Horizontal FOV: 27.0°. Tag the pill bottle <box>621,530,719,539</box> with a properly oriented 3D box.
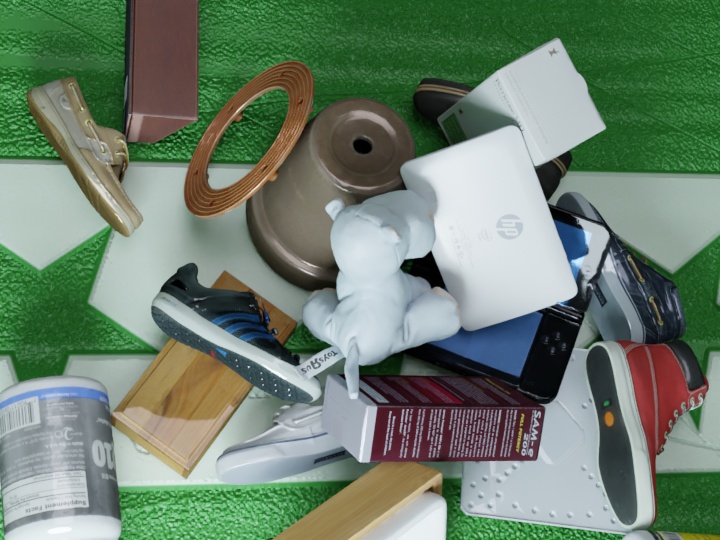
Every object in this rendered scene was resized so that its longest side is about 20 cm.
[{"bbox_3d":[0.368,0.330,1.546,0.198,0.113,0.114,6,66,-10],"label":"pill bottle"}]

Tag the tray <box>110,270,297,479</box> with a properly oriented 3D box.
[{"bbox_3d":[-0.162,0.106,1.566,0.098,0.037,0.201,34,65,4],"label":"tray"}]

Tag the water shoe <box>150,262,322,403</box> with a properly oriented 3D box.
[{"bbox_3d":[-0.116,0.059,1.532,0.199,0.072,0.079,29,66,5],"label":"water shoe"}]

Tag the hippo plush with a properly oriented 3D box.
[{"bbox_3d":[0.000,0.000,1.507,0.158,0.162,0.199,16,31,42],"label":"hippo plush"}]

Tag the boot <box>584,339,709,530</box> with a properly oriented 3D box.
[{"bbox_3d":[0.323,0.173,1.602,0.143,0.072,0.202,1,76,-28],"label":"boot"}]

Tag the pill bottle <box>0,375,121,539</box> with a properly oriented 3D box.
[{"bbox_3d":[-0.290,0.213,1.448,0.113,0.114,0.202,-4,69,-14],"label":"pill bottle"}]

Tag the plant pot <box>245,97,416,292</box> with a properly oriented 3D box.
[{"bbox_3d":[-0.016,-0.097,1.608,0.198,0.175,0.202,4,66,-9],"label":"plant pot"}]

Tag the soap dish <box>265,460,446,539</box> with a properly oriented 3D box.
[{"bbox_3d":[-0.008,0.282,1.464,0.199,0.158,0.081,-32,56,-23],"label":"soap dish"}]

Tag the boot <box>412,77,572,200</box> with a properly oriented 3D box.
[{"bbox_3d":[0.130,-0.120,1.709,0.199,0.078,0.139,27,69,1],"label":"boot"}]

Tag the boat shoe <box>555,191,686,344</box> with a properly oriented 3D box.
[{"bbox_3d":[0.292,0.000,1.700,0.090,0.071,0.202,-9,68,-31],"label":"boat shoe"}]

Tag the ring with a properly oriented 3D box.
[{"bbox_3d":[-0.117,-0.138,1.606,0.019,0.199,0.202,37,60,-31],"label":"ring"}]

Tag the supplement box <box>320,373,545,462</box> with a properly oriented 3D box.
[{"bbox_3d":[0.072,0.147,1.503,0.198,0.109,0.062,2,102,-23],"label":"supplement box"}]

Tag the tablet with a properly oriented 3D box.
[{"bbox_3d":[0.133,-0.040,1.540,0.129,0.014,0.201,-18,113,12],"label":"tablet"}]

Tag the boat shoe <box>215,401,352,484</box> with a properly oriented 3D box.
[{"bbox_3d":[-0.062,0.169,1.549,0.198,0.074,0.066,-10,65,-27],"label":"boat shoe"}]

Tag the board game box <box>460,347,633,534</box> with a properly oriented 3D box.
[{"bbox_3d":[0.205,0.178,1.622,0.198,0.026,0.202,8,66,-9],"label":"board game box"}]

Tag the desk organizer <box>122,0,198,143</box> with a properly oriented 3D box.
[{"bbox_3d":[-0.223,-0.243,1.681,0.076,0.072,0.202,4,67,-14],"label":"desk organizer"}]

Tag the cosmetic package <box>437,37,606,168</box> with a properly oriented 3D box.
[{"bbox_3d":[0.167,-0.157,1.590,0.084,0.200,0.108,-28,88,-16],"label":"cosmetic package"}]

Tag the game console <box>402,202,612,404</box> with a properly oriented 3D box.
[{"bbox_3d":[0.145,0.018,1.601,0.198,0.119,0.173,20,58,8],"label":"game console"}]

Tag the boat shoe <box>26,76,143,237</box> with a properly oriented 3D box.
[{"bbox_3d":[-0.284,-0.129,1.617,0.069,0.074,0.201,-32,76,-16],"label":"boat shoe"}]
